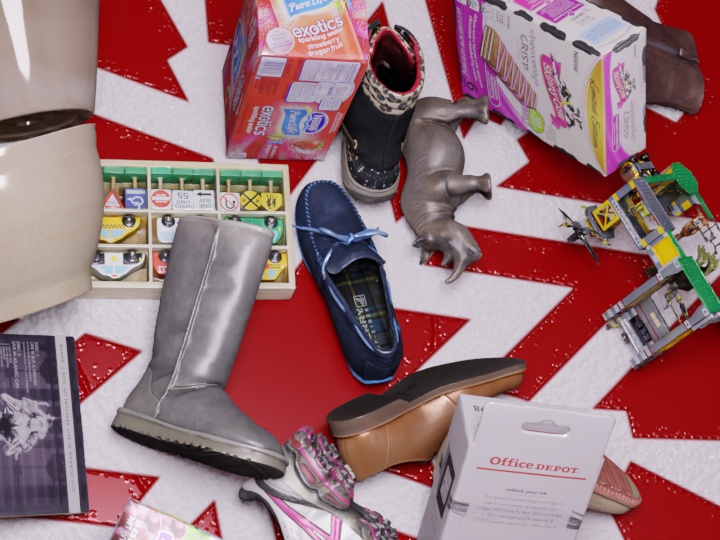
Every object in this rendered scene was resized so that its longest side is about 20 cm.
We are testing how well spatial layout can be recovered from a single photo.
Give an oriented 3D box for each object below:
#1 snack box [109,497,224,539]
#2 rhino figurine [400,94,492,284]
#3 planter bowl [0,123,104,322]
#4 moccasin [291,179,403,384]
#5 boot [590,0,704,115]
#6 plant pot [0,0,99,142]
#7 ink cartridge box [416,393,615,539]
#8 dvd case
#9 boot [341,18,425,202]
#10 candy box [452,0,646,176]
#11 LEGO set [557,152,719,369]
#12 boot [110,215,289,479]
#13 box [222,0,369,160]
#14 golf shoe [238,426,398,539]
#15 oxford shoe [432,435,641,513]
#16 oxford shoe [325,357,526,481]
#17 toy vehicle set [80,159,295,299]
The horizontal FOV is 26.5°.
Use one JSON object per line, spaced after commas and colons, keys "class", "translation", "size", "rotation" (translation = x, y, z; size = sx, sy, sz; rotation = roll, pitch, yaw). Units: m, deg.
{"class": "snack box", "translation": [-0.128, 0.299, 1.203], "size": [0.198, 0.068, 0.170], "rotation": [24, 72, -4]}
{"class": "rhino figurine", "translation": [0.080, -0.079, 1.436], "size": [0.086, 0.060, 0.202], "rotation": [-2, 67, 6]}
{"class": "planter bowl", "translation": [-0.297, -0.029, 1.262], "size": [0.198, 0.200, 0.136], "rotation": [-18, 96, -21]}
{"class": "moccasin", "translation": [0.000, 0.000, 1.377], "size": [0.080, 0.068, 0.202], "rotation": [-18, 70, -20]}
{"class": "boot", "translation": [0.264, -0.253, 1.571], "size": [0.165, 0.072, 0.202], "rotation": [5, 64, -25]}
{"class": "plant pot", "translation": [-0.309, -0.211, 1.344], "size": [0.198, 0.200, 0.176], "rotation": [-12, 87, -18]}
{"class": "ink cartridge box", "translation": [0.126, 0.173, 1.258], "size": [0.114, 0.202, 0.067], "rotation": [8, 32, -11]}
{"class": "dvd case", "translation": [-0.308, 0.123, 1.214], "size": [0.199, 0.016, 0.151], "rotation": [5, 72, -43]}
{"class": "boot", "translation": [0.016, -0.186, 1.411], "size": [0.073, 0.154, 0.206], "rotation": [1, 57, -11]}
{"class": "candy box", "translation": [0.175, -0.193, 1.425], "size": [0.061, 0.137, 0.199], "rotation": [-34, 47, -25]}
{"class": "LEGO set", "translation": [0.279, 0.002, 1.445], "size": [0.153, 0.116, 0.201], "rotation": [-21, 75, -52]}
{"class": "boot", "translation": [-0.110, 0.060, 1.282], "size": [0.180, 0.073, 0.202], "rotation": [15, 70, 23]}
{"class": "box", "translation": [-0.062, -0.183, 1.369], "size": [0.098, 0.200, 0.097], "rotation": [1, 68, -13]}
{"class": "golf shoe", "translation": [-0.018, 0.233, 1.280], "size": [0.092, 0.073, 0.201], "rotation": [-38, 86, 11]}
{"class": "oxford shoe", "translation": [0.155, 0.182, 1.347], "size": [0.198, 0.074, 0.071], "rotation": [22, 24, -17]}
{"class": "oxford shoe", "translation": [0.064, 0.128, 1.351], "size": [0.198, 0.071, 0.072], "rotation": [-21, 102, -23]}
{"class": "toy vehicle set", "translation": [-0.160, -0.037, 1.377], "size": [0.197, 0.027, 0.126], "rotation": [0, 67, -14]}
